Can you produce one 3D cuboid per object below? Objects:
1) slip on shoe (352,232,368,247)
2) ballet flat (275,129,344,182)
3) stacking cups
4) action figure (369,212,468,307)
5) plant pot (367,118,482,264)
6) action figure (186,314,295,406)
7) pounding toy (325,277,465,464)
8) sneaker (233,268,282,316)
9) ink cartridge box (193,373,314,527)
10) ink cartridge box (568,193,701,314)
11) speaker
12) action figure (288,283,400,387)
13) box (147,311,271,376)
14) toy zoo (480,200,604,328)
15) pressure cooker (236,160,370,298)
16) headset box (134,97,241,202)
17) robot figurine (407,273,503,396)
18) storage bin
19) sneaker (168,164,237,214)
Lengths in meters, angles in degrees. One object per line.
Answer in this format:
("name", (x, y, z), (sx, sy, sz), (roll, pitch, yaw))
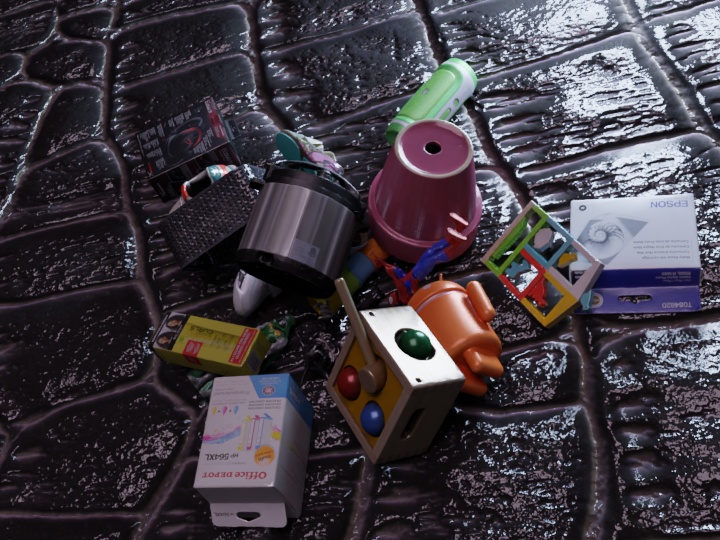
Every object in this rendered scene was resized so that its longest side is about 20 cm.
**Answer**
("slip on shoe", (-0.042, -0.098, 1.531), (0.060, 0.077, 0.199), (-28, 29, -27))
("ballet flat", (-0.091, -0.215, 1.641), (0.070, 0.070, 0.200), (-20, 38, -22))
("stacking cups", (0.000, 0.000, 1.473), (0.200, 0.061, 0.060), (-42, 54, -16))
("action figure", (0.078, -0.018, 1.379), (0.098, 0.201, 0.066), (28, 38, -8))
("plant pot", (0.111, -0.141, 1.424), (0.197, 0.180, 0.202), (1, 56, -2))
("action figure", (-0.189, 0.140, 1.439), (0.199, 0.055, 0.118), (-37, 50, -15))
("pounding toy", (0.031, 0.140, 1.245), (0.141, 0.201, 0.185), (-4, 42, -36))
("sneaker", (-0.134, 0.002, 1.499), (0.114, 0.075, 0.201), (14, 59, 29))
("ink cartridge box", (-0.156, 0.274, 1.285), (0.127, 0.126, 0.202), (-5, 54, 14))
("ink cartridge box", (0.429, -0.028, 1.359), (0.197, 0.041, 0.202), (-3, 56, 16))
("speaker", (0.134, -0.305, 1.621), (0.088, 0.089, 0.200), (28, 68, 32))
("action figure", (-0.032, 0.101, 1.383), (0.199, 0.102, 0.119), (-37, 63, -11))
("box", (-0.246, 0.122, 1.404), (0.198, 0.050, 0.076), (10, 58, 29))
("toy zoo", (0.293, -0.002, 1.363), (0.132, 0.020, 0.200), (-50, 51, 14))
("pressure cooker", (-0.089, -0.072, 1.381), (0.177, 0.176, 0.202), (9, 75, 35))
("headset box", (-0.339, -0.249, 1.741), (0.198, 0.075, 0.149), (-26, 53, -1))
("robot figurine", (0.138, 0.099, 1.318), (0.115, 0.145, 0.201), (-15, 47, -16))
("storage bin", (-0.238, -0.090, 1.521), (0.199, 0.135, 0.094), (-34, 82, 12))
("sneaker", (-0.313, -0.132, 1.597), (0.199, 0.093, 0.071), (-35, 71, 26))
